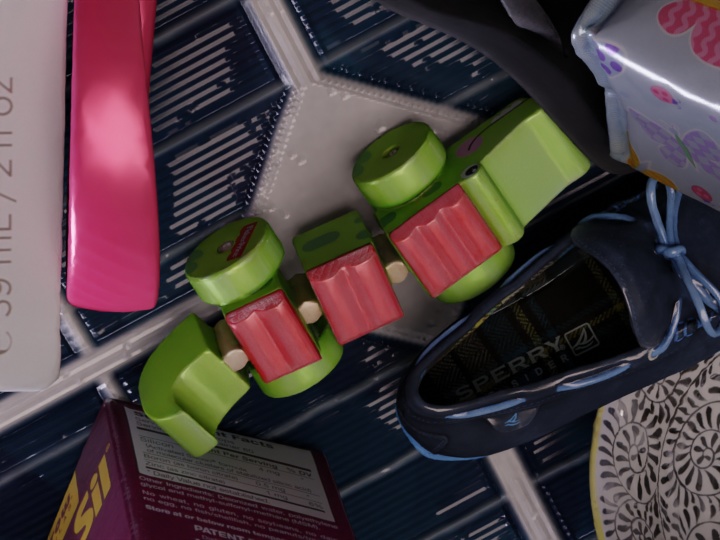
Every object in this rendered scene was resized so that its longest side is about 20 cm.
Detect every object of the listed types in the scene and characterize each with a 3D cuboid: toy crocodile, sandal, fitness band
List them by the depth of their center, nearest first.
[{"bbox_3d":[-0.082,-0.067,0.754,0.037,0.200,0.144,4,108,-8],"label":"fitness band"},{"bbox_3d":[0.060,-0.112,0.837,0.200,0.043,0.076,33,58,-31],"label":"sandal"},{"bbox_3d":[0.000,0.000,0.877,0.199,0.062,0.068,-31,116,1],"label":"toy crocodile"}]

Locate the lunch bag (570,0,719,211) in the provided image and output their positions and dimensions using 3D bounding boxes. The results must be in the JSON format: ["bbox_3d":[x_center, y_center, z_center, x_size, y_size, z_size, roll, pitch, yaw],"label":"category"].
[{"bbox_3d":[0.197,-0.108,0.792,0.200,0.169,0.127,-54,153,-13],"label":"lunch bag"}]

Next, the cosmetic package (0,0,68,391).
[{"bbox_3d":[-0.202,-0.065,0.747,0.199,0.166,0.168,-1,113,-11],"label":"cosmetic package"}]

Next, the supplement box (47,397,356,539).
[{"bbox_3d":[-0.063,0.157,0.853,0.103,0.200,0.131,17,108,-18],"label":"supplement box"}]

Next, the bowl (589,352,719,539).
[{"bbox_3d":[0.198,0.091,0.925,0.200,0.201,0.094,-32,159,2],"label":"bowl"}]

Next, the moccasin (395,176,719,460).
[{"bbox_3d":[0.105,0.015,0.880,0.200,0.068,0.081,-37,75,-2],"label":"moccasin"}]
